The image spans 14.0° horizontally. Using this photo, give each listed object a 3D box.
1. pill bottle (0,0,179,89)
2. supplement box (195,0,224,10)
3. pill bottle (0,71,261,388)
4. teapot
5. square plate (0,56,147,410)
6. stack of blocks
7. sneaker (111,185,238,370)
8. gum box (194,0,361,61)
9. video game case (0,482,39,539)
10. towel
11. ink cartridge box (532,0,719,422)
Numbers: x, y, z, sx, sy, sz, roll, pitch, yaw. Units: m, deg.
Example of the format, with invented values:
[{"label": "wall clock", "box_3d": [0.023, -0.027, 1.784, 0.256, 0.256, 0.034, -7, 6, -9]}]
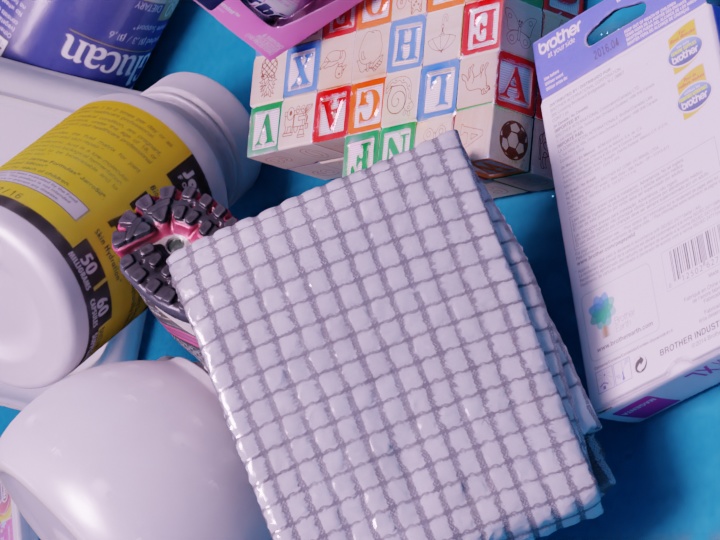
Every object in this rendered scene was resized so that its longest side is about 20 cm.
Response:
[{"label": "pill bottle", "box_3d": [-0.191, -0.125, 1.777, 0.201, 0.111, 0.111, -60, 42, 19]}, {"label": "supplement box", "box_3d": [-0.083, -0.252, 1.527, 0.109, 0.109, 0.201, -39, 33, 25]}, {"label": "pill bottle", "box_3d": [-0.143, -0.030, 1.620, 0.111, 0.200, 0.112, 20, 130, 26]}, {"label": "teapot", "box_3d": [-0.087, 0.118, 1.558, 0.146, 0.198, 0.200, -40, 72, -13]}, {"label": "square plate", "box_3d": [-0.208, -0.022, 1.706, 0.028, 0.197, 0.201, -168, 92, -74]}, {"label": "stack of blocks", "box_3d": [0.025, -0.094, 1.552, 0.199, 0.058, 0.116, -8, 72, 49]}, {"label": "sneaker", "box_3d": [-0.041, 0.034, 1.512, 0.081, 0.075, 0.200, -41, 62, -11]}, {"label": "gum box", "box_3d": [-0.022, -0.217, 1.583, 0.113, 0.066, 0.201, -30, 38, 35]}, {"label": "video game case", "box_3d": [-0.263, 0.209, 1.837, 0.200, 0.018, 0.144, -30, 58, 42]}, {"label": "towel", "box_3d": [0.015, 0.055, 1.413, 0.165, 0.086, 0.201, -22, 76, -4]}, {"label": "ink cartridge box", "box_3d": [0.147, -0.041, 1.410, 0.119, 0.042, 0.201, -30, 61, 41]}]
